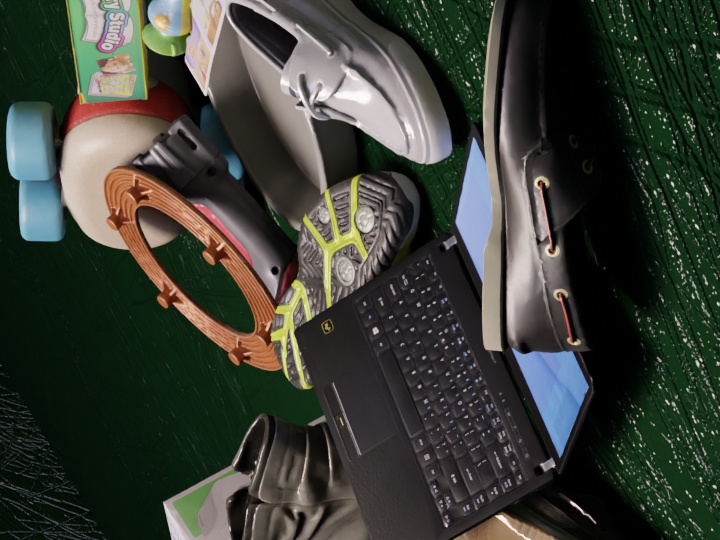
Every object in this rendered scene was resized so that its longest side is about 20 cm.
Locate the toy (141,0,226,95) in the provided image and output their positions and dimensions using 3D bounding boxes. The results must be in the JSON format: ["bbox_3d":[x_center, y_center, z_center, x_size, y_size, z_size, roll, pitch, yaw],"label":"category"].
[{"bbox_3d":[-0.120,-0.224,1.140,0.116,0.047,0.201,61,151,32],"label":"toy"}]

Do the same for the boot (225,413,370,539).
[{"bbox_3d":[-0.009,0.109,1.133,0.068,0.130,0.201,52,128,55],"label":"boot"}]

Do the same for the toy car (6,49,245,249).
[{"bbox_3d":[-0.188,-0.138,1.418,0.177,0.183,0.201,97,171,-59],"label":"toy car"}]

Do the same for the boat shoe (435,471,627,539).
[{"bbox_3d":[0.130,0.166,1.039,0.199,0.065,0.072,29,140,30],"label":"boat shoe"}]

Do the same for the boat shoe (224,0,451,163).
[{"bbox_3d":[-0.018,-0.124,1.048,0.200,0.068,0.072,52,158,34],"label":"boat shoe"}]

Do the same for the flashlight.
[{"bbox_3d":[-0.091,-0.022,1.304,0.200,0.068,0.068,47,169,-11],"label":"flashlight"}]

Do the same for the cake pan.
[{"bbox_3d":[-0.061,-0.124,1.216,0.201,0.037,0.201,53,158,31],"label":"cake pan"}]

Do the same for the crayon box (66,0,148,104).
[{"bbox_3d":[-0.188,-0.251,1.255,0.201,0.058,0.174,95,172,-57],"label":"crayon box"}]

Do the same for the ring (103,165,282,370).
[{"bbox_3d":[-0.130,0.004,1.315,0.200,0.019,0.201,38,156,20],"label":"ring"}]

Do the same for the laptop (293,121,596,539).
[{"bbox_3d":[0.042,0.051,1.011,0.103,0.199,0.178,26,-143,-55],"label":"laptop"}]

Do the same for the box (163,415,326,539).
[{"bbox_3d":[-0.039,0.215,1.353,0.097,0.199,0.177,50,159,35],"label":"box"}]

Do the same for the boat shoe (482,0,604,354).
[{"bbox_3d":[0.092,-0.052,0.864,0.074,0.063,0.203,-61,-30,-62],"label":"boat shoe"}]

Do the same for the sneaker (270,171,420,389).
[{"bbox_3d":[0.000,0.000,1.175,0.076,0.076,0.200,58,143,24],"label":"sneaker"}]
